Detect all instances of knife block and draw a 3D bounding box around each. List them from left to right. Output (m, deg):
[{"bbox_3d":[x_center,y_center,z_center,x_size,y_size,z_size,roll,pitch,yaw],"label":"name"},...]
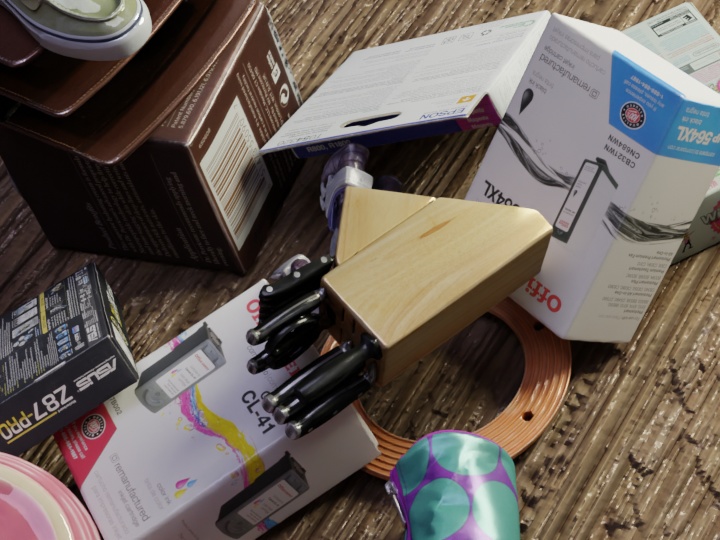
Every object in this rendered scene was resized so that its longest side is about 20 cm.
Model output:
[{"bbox_3d":[0.025,0.036,1.180,0.199,0.064,0.176,7,62,0],"label":"knife block"}]

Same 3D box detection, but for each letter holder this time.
[{"bbox_3d":[-0.192,-0.195,1.335,0.142,0.101,0.200,23,62,29],"label":"letter holder"}]

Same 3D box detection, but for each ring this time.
[{"bbox_3d":[0.062,0.080,1.301,0.200,0.019,0.201,-8,49,9],"label":"ring"}]

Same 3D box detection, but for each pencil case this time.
[{"bbox_3d":[0.063,0.211,1.145,0.092,0.085,0.201,1,49,-3],"label":"pencil case"}]

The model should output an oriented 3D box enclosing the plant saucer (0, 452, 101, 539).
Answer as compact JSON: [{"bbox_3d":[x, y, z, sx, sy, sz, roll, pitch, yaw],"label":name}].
[{"bbox_3d":[-0.268,0.204,1.150,0.200,0.051,0.201,7,55,-11],"label":"plant saucer"}]

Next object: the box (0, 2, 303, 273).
[{"bbox_3d":[-0.173,-0.120,1.443,0.199,0.166,0.165,9,55,23],"label":"box"}]

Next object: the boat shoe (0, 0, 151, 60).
[{"bbox_3d":[-0.236,-0.216,1.260,0.200,0.062,0.072,30,66,28],"label":"boat shoe"}]

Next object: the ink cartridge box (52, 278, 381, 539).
[{"bbox_3d":[-0.109,0.123,1.262,0.200,0.086,0.148,-35,48,-3],"label":"ink cartridge box"}]

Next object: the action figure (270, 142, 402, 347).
[{"bbox_3d":[0.000,0.000,1.303,0.069,0.130,0.200,-44,28,37],"label":"action figure"}]

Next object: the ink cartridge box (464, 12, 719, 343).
[{"bbox_3d":[0.169,-0.066,1.270,0.146,0.084,0.201,40,114,40],"label":"ink cartridge box"}]

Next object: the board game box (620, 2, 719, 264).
[{"bbox_3d":[0.251,-0.112,1.375,0.147,0.064,0.200,-25,47,-3],"label":"board game box"}]

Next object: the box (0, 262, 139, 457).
[{"bbox_3d":[-0.255,0.076,1.316,0.161,0.049,0.200,-30,20,-4],"label":"box"}]

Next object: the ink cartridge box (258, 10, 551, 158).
[{"bbox_3d":[0.043,-0.140,1.407,0.196,0.043,0.200,-7,29,32],"label":"ink cartridge box"}]
